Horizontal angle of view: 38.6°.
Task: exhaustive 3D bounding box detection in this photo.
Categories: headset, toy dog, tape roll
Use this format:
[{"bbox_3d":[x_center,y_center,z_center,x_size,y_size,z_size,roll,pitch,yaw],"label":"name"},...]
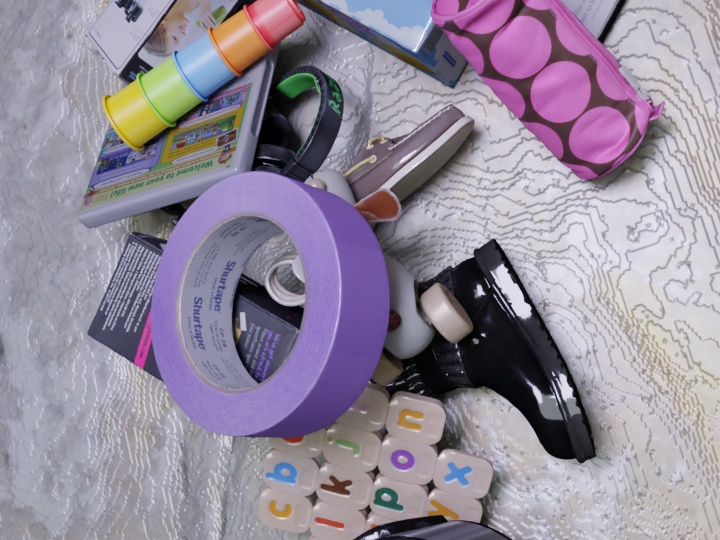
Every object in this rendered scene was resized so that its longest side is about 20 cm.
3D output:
[{"bbox_3d":[-0.100,-0.108,0.951,0.200,0.093,0.124,-44,40,25],"label":"headset"},{"bbox_3d":[0.000,0.000,0.843,0.199,0.096,0.133,36,90,23],"label":"toy dog"},{"bbox_3d":[-0.074,0.028,0.806,0.198,0.065,0.203,-7,78,37],"label":"tape roll"}]

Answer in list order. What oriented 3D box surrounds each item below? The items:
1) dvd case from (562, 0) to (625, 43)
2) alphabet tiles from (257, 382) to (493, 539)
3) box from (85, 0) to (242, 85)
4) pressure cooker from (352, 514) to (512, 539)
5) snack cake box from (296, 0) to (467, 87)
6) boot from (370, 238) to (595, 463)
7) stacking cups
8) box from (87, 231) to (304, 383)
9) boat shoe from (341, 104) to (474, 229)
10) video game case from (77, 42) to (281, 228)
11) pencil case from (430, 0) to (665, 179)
[{"bbox_3d":[0.158,-0.300,0.921,0.199,0.018,0.144,31,98,21],"label":"dvd case"},{"bbox_3d":[0.011,0.190,0.891,0.193,0.015,0.203,12,114,4],"label":"alphabet tiles"},{"bbox_3d":[-0.173,-0.273,1.001,0.201,0.060,0.117,-51,43,6],"label":"box"},{"bbox_3d":[0.065,0.291,0.813,0.174,0.199,0.181,7,86,27],"label":"pressure cooker"},{"bbox_3d":[0.005,-0.251,0.927,0.199,0.115,0.068,34,98,21],"label":"snack cake box"},{"bbox_3d":[0.094,0.095,0.880,0.157,0.079,0.213,-31,66,11],"label":"boot"},{"bbox_3d":[-0.138,-0.184,0.939,0.198,0.060,0.061,-30,76,9],"label":"stacking cups"},{"bbox_3d":[-0.130,0.059,0.952,0.198,0.122,0.107,28,95,21],"label":"box"},{"bbox_3d":[0.015,-0.086,0.935,0.200,0.072,0.060,-42,75,20],"label":"boat shoe"},{"bbox_3d":[-0.171,-0.138,0.979,0.198,0.022,0.184,-12,52,30],"label":"video game case"},{"bbox_3d":[0.151,-0.170,0.828,0.093,0.199,0.091,-26,33,47],"label":"pencil case"}]
